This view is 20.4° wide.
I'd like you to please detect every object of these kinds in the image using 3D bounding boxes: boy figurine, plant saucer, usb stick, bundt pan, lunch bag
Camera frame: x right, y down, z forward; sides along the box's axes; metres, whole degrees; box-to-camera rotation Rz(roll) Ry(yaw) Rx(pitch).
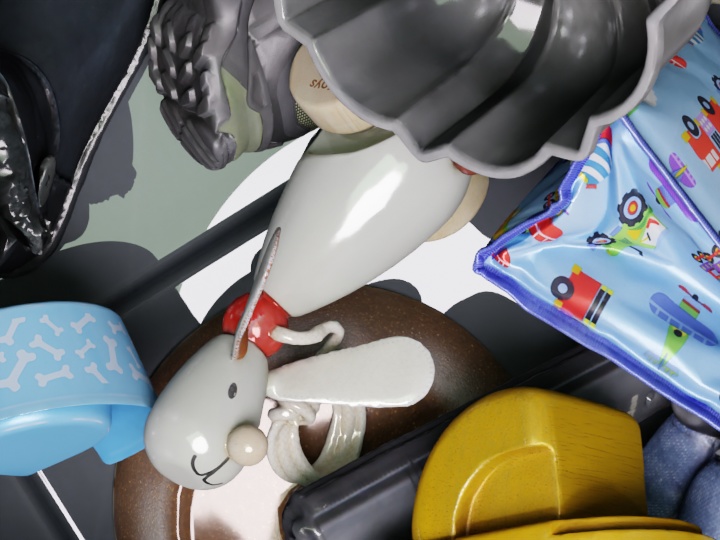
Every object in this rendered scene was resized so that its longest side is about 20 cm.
[{"bbox_3d":[0.118,0.150,0.860,0.064,0.124,0.201,14,112,-40],"label":"boy figurine"},{"bbox_3d":[-0.013,0.108,0.890,0.198,0.037,0.203,0,96,1],"label":"plant saucer"},{"bbox_3d":[0.055,0.076,0.847,0.199,0.033,0.056,-26,137,-21],"label":"usb stick"},{"bbox_3d":[0.048,-0.139,0.696,0.076,0.201,0.203,-31,97,-38],"label":"bundt pan"},{"bbox_3d":[0.163,0.010,0.798,0.200,0.151,0.094,42,120,2],"label":"lunch bag"}]

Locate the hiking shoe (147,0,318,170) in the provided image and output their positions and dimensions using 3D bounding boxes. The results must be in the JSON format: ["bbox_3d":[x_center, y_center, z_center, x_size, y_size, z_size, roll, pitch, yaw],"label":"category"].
[{"bbox_3d":[-0.033,-0.144,0.825,0.100,0.076,0.202,-15,126,-34],"label":"hiking shoe"}]

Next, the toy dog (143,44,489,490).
[{"bbox_3d":[0.000,0.000,0.792,0.131,0.096,0.202,18,87,-44],"label":"toy dog"}]

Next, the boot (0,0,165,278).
[{"bbox_3d":[-0.135,-0.080,0.802,0.076,0.168,0.202,19,96,-2],"label":"boot"}]

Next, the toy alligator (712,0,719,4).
[{"bbox_3d":[0.076,-0.153,0.838,0.198,0.055,0.059,8,142,-30],"label":"toy alligator"}]

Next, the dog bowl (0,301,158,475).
[{"bbox_3d":[-0.173,0.067,0.834,0.199,0.111,0.050,-25,70,28],"label":"dog bowl"}]

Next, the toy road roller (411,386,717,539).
[{"bbox_3d":[0.050,0.131,0.797,0.199,0.122,0.147,-15,68,35],"label":"toy road roller"}]
